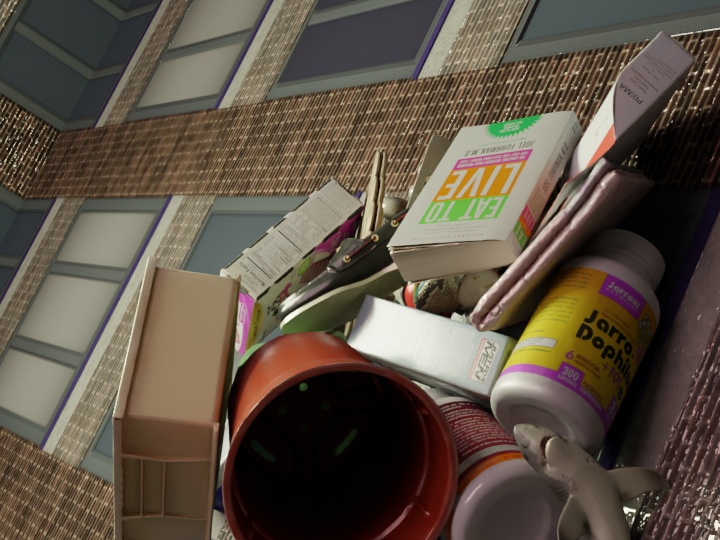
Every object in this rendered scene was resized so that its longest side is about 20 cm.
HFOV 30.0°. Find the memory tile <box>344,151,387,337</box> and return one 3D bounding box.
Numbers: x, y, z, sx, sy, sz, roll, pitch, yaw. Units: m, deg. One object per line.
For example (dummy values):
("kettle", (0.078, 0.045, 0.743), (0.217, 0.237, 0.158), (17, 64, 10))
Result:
("memory tile", (0.008, -0.032, 1.571), (0.201, 0.017, 0.154), (-83, 5, -49))

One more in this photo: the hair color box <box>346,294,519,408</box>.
("hair color box", (0.090, 0.086, 1.306), (0.199, 0.099, 0.061), (16, 80, 47))

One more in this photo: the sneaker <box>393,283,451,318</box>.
("sneaker", (0.119, -0.028, 1.412), (0.085, 0.077, 0.201), (39, 99, 45))

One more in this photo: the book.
("book", (0.126, -0.075, 1.306), (0.132, 0.048, 0.201), (-7, 37, 36))

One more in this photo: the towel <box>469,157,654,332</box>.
("towel", (0.189, -0.022, 1.248), (0.191, 0.032, 0.200), (-50, -15, 14))

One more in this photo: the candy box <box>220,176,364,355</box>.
("candy box", (-0.088, -0.005, 1.637), (0.200, 0.061, 0.137), (-42, -17, -29))

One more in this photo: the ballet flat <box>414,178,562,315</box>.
("ballet flat", (0.141, -0.018, 1.337), (0.200, 0.068, 0.075), (-44, 49, -10))

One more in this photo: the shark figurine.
("shark figurine", (0.186, 0.239, 1.100), (0.090, 0.126, 0.217), (123, 148, -64))

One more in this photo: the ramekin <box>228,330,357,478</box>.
("ramekin", (-0.066, 0.165, 1.405), (0.096, 0.201, 0.202), (-2, 51, 14))

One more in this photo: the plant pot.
("plant pot", (-0.034, 0.150, 1.190), (0.202, 0.200, 0.195), (-55, 17, 4))

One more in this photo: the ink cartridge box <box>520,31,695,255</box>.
("ink cartridge box", (0.215, -0.113, 1.259), (0.200, 0.047, 0.160), (-41, -12, -25))

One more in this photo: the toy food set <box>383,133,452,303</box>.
("toy food set", (0.048, -0.054, 1.540), (0.200, 0.060, 0.145), (116, 174, -69))

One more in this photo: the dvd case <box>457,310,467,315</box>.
("dvd case", (0.147, -0.061, 1.488), (0.150, 0.025, 0.201), (-42, 29, 27))

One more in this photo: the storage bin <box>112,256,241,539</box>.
("storage bin", (-0.173, 0.133, 1.273), (0.201, 0.092, 0.200), (-88, 6, -47))

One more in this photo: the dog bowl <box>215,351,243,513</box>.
("dog bowl", (-0.156, 0.196, 1.669), (0.200, 0.078, 0.201), (-40, 33, 32))

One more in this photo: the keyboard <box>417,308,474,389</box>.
("keyboard", (0.075, 0.106, 1.456), (0.201, 0.011, 0.056), (-54, 28, 7))

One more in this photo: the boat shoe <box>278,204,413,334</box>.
("boat shoe", (0.001, 0.001, 1.375), (0.200, 0.074, 0.063), (-30, 66, 1))

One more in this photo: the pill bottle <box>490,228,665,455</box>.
("pill bottle", (0.199, 0.060, 1.181), (0.104, 0.104, 0.201), (-15, 36, 52))

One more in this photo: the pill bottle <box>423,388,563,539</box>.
("pill bottle", (0.098, 0.186, 1.228), (0.114, 0.112, 0.200), (-55, 28, 5))
